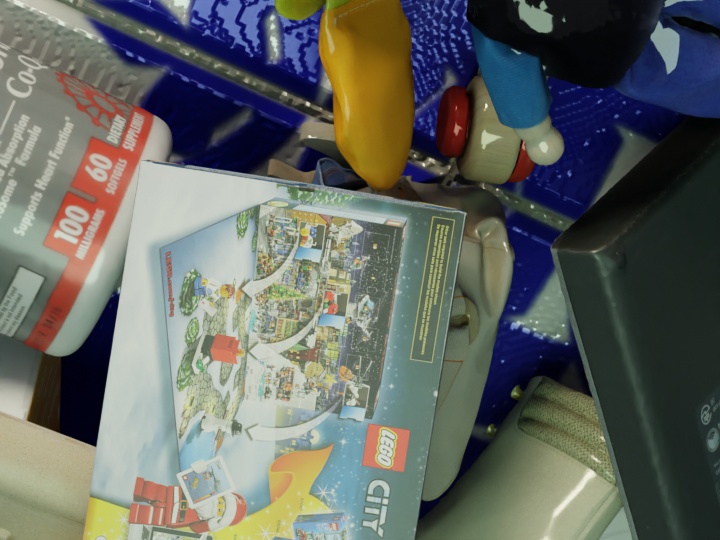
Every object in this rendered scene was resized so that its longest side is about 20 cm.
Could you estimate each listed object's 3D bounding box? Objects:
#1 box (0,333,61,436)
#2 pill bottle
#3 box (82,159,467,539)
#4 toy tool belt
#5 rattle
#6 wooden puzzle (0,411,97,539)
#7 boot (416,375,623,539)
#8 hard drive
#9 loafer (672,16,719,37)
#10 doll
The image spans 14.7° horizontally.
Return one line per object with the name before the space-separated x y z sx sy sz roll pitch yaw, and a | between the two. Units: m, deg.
box | -0.194 0.123 1.291 0.097 0.125 0.201 4 118 0
pill bottle | -0.192 -0.052 1.207 0.199 0.116 0.116 25 116 -10
box | -0.038 0.063 1.153 0.136 0.038 0.201 9 92 0
toy tool belt | 0.000 0.000 1.221 0.122 0.125 0.201 8 117 -10
rattle | -0.070 -0.132 1.161 0.199 0.130 0.143 7 129 3
wooden puzzle | -0.165 0.162 1.214 0.185 0.046 0.200 22 114 -14
boot | 0.048 0.123 1.295 0.072 0.200 0.155 41 72 -23
hard drive | 0.155 0.042 1.228 0.033 0.140 0.201 6 124 40
loafer | 0.129 -0.124 1.175 0.200 0.070 0.068 20 124 -6
doll | 0.100 -0.102 1.112 0.199 0.049 0.137 15 116 -24
